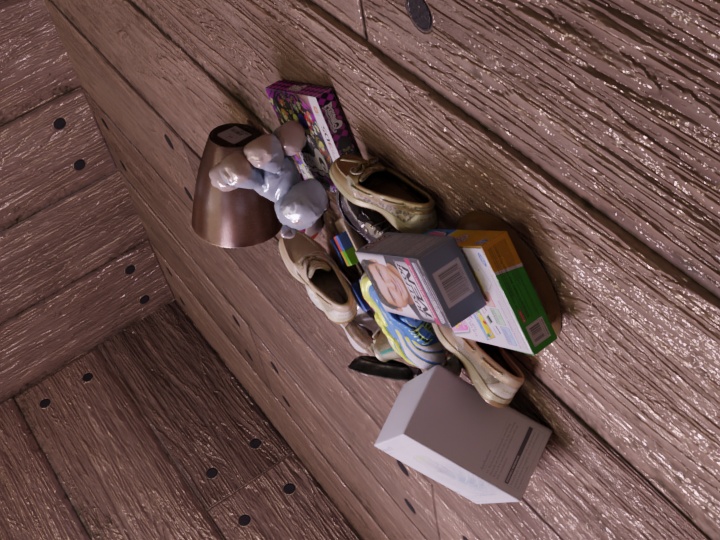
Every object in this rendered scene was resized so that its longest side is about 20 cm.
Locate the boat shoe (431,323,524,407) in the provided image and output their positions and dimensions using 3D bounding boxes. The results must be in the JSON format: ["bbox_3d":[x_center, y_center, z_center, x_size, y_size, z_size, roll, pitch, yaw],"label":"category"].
[{"bbox_3d":[0.169,0.103,1.338,0.065,0.072,0.200,-58,46,31],"label":"boat shoe"}]

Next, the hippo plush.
[{"bbox_3d":[-0.139,-0.128,1.488,0.161,0.159,0.200,60,162,-6],"label":"hippo plush"}]

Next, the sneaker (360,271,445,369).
[{"bbox_3d":[0.072,0.084,1.399,0.200,0.076,0.105,51,177,-20],"label":"sneaker"}]

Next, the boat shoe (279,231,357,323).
[{"bbox_3d":[-0.072,-0.001,1.568,0.200,0.072,0.065,54,166,25],"label":"boat shoe"}]

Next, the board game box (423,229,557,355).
[{"bbox_3d":[0.152,0.022,1.187,0.153,0.040,0.200,63,162,-14],"label":"board game box"}]

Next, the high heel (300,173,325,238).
[{"bbox_3d":[-0.116,-0.110,1.730,0.096,0.067,0.200,46,146,10],"label":"high heel"}]

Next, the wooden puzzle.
[{"bbox_3d":[0.000,0.000,1.541,0.186,0.046,0.200,63,176,-2],"label":"wooden puzzle"}]

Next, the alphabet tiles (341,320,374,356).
[{"bbox_3d":[-0.037,0.076,1.686,0.200,0.015,0.196,52,-175,36],"label":"alphabet tiles"}]

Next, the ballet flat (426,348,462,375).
[{"bbox_3d":[0.104,0.100,1.496,0.201,0.064,0.076,63,161,-15],"label":"ballet flat"}]

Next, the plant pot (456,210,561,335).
[{"bbox_3d":[0.182,0.016,1.206,0.200,0.027,0.200,50,160,26],"label":"plant pot"}]

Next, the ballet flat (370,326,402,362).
[{"bbox_3d":[0.046,0.115,1.580,0.200,0.062,0.068,-41,-72,-87],"label":"ballet flat"}]

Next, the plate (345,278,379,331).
[{"bbox_3d":[-0.041,0.029,1.709,0.200,0.032,0.200,51,-178,22],"label":"plate"}]

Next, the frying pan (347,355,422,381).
[{"bbox_3d":[0.073,0.170,1.543,0.115,0.189,0.031,-52,-29,-88],"label":"frying pan"}]

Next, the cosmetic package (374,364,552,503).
[{"bbox_3d":[0.149,0.257,1.418,0.200,0.123,0.199,31,161,-2],"label":"cosmetic package"}]

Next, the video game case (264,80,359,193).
[{"bbox_3d":[-0.068,-0.210,1.483,0.200,0.036,0.182,28,145,58],"label":"video game case"}]

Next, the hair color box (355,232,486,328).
[{"bbox_3d":[0.074,0.008,1.205,0.099,0.061,0.200,63,163,-14],"label":"hair color box"}]

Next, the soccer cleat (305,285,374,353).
[{"bbox_3d":[-0.032,0.076,1.829,0.200,0.069,0.078,51,158,-2],"label":"soccer cleat"}]

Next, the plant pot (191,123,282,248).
[{"bbox_3d":[-0.245,-0.180,1.823,0.187,0.186,0.201,43,143,40],"label":"plant pot"}]

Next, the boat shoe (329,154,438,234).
[{"bbox_3d":[0.034,-0.121,1.317,0.200,0.073,0.063,34,147,30],"label":"boat shoe"}]

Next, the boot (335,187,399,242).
[{"bbox_3d":[0.059,-0.055,1.368,0.200,0.069,0.174,55,163,-24],"label":"boot"}]
